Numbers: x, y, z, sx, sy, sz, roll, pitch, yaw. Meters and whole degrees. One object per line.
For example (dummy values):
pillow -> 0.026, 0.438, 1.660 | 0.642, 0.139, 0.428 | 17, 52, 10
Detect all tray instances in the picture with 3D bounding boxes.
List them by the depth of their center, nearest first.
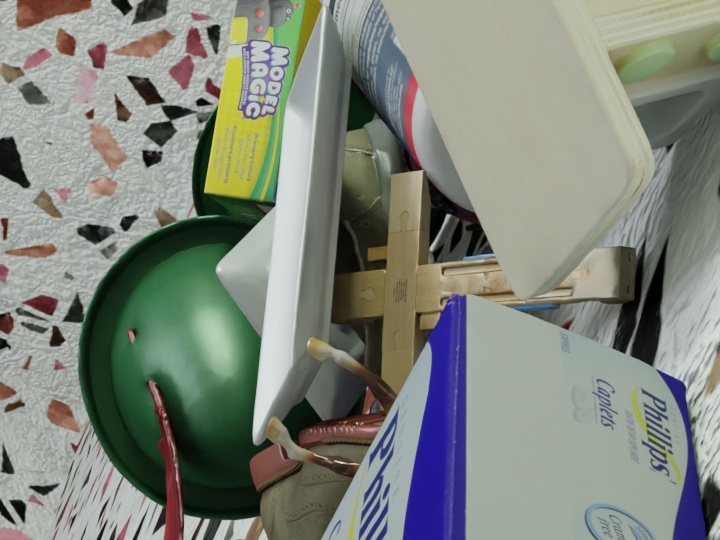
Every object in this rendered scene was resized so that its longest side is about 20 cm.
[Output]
tray -> -0.027, -0.021, 1.228 | 0.107, 0.022, 0.201 | 119, 159, -62
tray -> -0.008, 0.001, 1.390 | 0.022, 0.108, 0.200 | -34, 8, 28

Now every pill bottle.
pill bottle -> 0.048, -0.125, 1.257 | 0.120, 0.119, 0.200 | -63, 33, 20

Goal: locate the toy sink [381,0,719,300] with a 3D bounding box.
toy sink -> 0.098, -0.110, 1.059 | 0.201, 0.111, 0.130 | 67, 154, 17

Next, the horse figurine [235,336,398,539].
horse figurine -> 0.010, 0.126, 1.132 | 0.050, 0.132, 0.201 | -34, -35, -65

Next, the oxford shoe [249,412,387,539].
oxford shoe -> 0.000, 0.114, 1.232 | 0.200, 0.070, 0.075 | 142, 122, -69

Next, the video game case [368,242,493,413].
video game case -> 0.028, 0.102, 1.326 | 0.200, 0.025, 0.182 | 124, 166, -52

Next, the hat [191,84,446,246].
hat -> -0.007, -0.011, 1.503 | 0.165, 0.200, 0.176 | -34, 26, 8

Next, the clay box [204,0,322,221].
clay box -> -0.042, -0.131, 1.452 | 0.115, 0.047, 0.201 | 35, -116, -77

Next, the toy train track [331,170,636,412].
toy train track -> 0.059, 0.009, 1.154 | 0.199, 0.032, 0.116 | -6, 78, 49

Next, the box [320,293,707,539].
box -> 0.037, 0.143, 0.900 | 0.184, 0.104, 0.201 | -85, 21, -63

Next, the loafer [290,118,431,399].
loafer -> 0.000, 0.000, 1.295 | 0.201, 0.069, 0.076 | -100, 0, -51

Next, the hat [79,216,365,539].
hat -> -0.072, 0.073, 1.342 | 0.176, 0.165, 0.201 | -130, 21, -86

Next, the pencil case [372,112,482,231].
pencil case -> 0.055, -0.072, 1.421 | 0.200, 0.082, 0.087 | -142, 69, -81
